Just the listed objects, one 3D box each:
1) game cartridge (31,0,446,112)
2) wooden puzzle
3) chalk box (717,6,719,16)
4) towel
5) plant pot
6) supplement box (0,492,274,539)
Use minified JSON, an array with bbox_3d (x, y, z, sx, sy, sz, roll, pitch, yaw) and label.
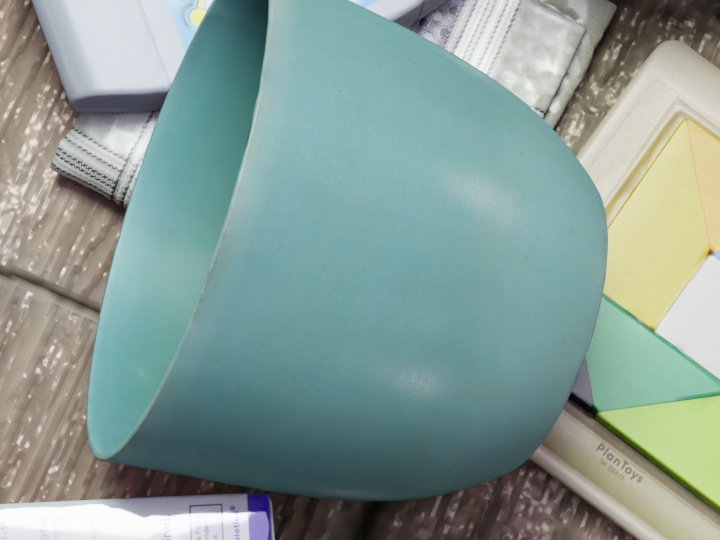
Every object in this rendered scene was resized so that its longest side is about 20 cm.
[{"bbox_3d":[-0.049,-0.147,1.010,0.199,0.040,0.134,-21,86,-10],"label":"game cartridge"},{"bbox_3d":[0.156,0.021,1.019,0.184,0.037,0.200,36,76,5],"label":"wooden puzzle"},{"bbox_3d":[0.280,-0.117,1.017,0.199,0.124,0.125,37,77,4],"label":"chalk box"},{"bbox_3d":[-0.009,-0.087,1.032,0.192,0.035,0.201,28,75,2],"label":"towel"},{"bbox_3d":[0.000,0.000,0.913,0.160,0.200,0.202,19,75,-16],"label":"plant pot"},{"bbox_3d":[-0.133,0.149,0.931,0.198,0.101,0.104,-3,77,-6],"label":"supplement box"}]
